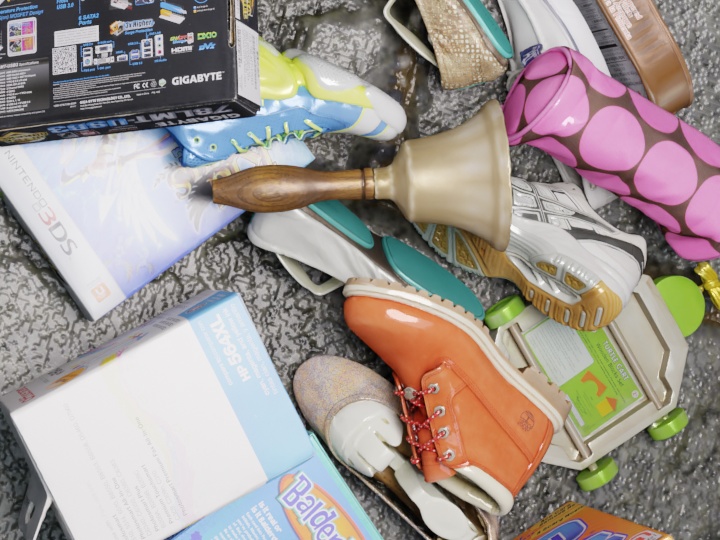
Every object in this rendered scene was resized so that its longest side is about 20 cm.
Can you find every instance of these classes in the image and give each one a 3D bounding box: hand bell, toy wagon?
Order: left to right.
[{"bbox_3d":[-0.002,-0.059,1.389,0.198,0.104,0.105,-3,92,-5],"label":"hand bell"},{"bbox_3d":[0.188,0.062,1.536,0.199,0.040,0.156,-32,98,-12],"label":"toy wagon"}]

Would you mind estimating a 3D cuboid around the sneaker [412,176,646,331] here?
[{"bbox_3d":[0.118,-0.036,1.494,0.199,0.076,0.088,36,52,12],"label":"sneaker"}]

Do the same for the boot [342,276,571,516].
[{"bbox_3d":[0.054,0.087,1.429,0.200,0.075,0.108,38,68,-20],"label":"boot"}]

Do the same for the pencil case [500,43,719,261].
[{"bbox_3d":[0.190,-0.080,1.455,0.199,0.094,0.091,32,49,-22],"label":"pencil case"}]

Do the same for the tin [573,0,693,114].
[{"bbox_3d":[0.177,-0.198,1.494,0.042,0.112,0.201,-31,97,-2],"label":"tin"}]

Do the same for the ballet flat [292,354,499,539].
[{"bbox_3d":[0.030,0.139,1.478,0.200,0.067,0.068,42,100,-10],"label":"ballet flat"}]

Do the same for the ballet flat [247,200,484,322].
[{"bbox_3d":[0.000,0.000,1.475,0.199,0.069,0.070,33,83,-26],"label":"ballet flat"}]

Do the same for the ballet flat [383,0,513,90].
[{"bbox_3d":[0.034,-0.218,1.479,0.065,0.070,0.201,-32,86,18],"label":"ballet flat"}]

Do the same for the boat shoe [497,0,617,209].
[{"bbox_3d":[0.141,-0.138,1.509,0.065,0.072,0.201,-32,106,-16],"label":"boat shoe"}]

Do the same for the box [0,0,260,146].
[{"bbox_3d":[-0.167,-0.193,1.357,0.198,0.050,0.201,-6,78,18],"label":"box"}]

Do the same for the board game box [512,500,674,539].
[{"bbox_3d":[0.152,0.312,1.447,0.199,0.200,0.201,-32,98,-12],"label":"board game box"}]

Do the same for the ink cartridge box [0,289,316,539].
[{"bbox_3d":[-0.154,0.114,1.405,0.199,0.128,0.126,-27,97,-13],"label":"ink cartridge box"}]

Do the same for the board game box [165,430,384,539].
[{"bbox_3d":[-0.076,0.234,1.469,0.199,0.045,0.153,-35,98,-11],"label":"board game box"}]

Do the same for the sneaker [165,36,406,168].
[{"bbox_3d":[-0.072,-0.109,1.414,0.198,0.076,0.106,22,95,-8],"label":"sneaker"}]

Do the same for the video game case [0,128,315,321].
[{"bbox_3d":[-0.162,-0.095,1.443,0.199,0.045,0.182,-37,100,-11],"label":"video game case"}]
